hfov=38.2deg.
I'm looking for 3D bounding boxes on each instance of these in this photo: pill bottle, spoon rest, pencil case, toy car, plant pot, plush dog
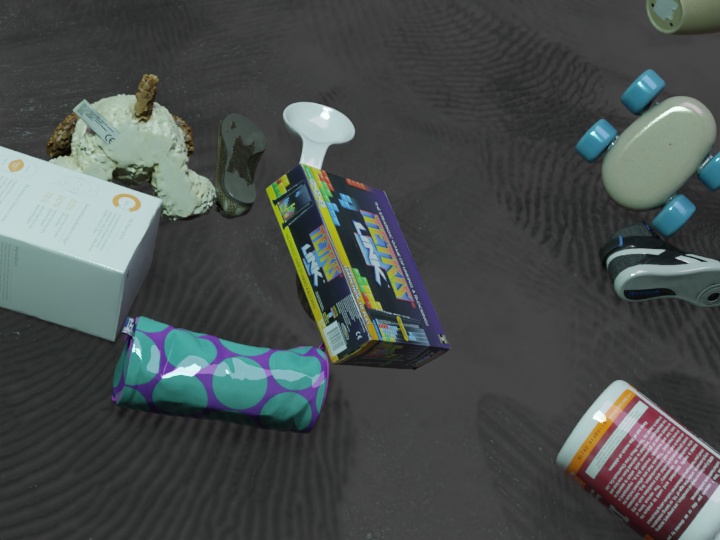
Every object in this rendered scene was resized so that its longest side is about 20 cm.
[{"bbox_3d":[0.302,0.211,1.023,0.199,0.114,0.112,38,43,20],"label":"pill bottle"},{"bbox_3d":[-0.058,-0.160,1.325,0.098,0.061,0.202,15,41,-7],"label":"spoon rest"},{"bbox_3d":[-0.132,0.098,0.984,0.197,0.085,0.094,12,55,-12],"label":"pencil case"},{"bbox_3d":[0.433,-0.166,1.506,0.184,0.177,0.200,45,15,9],"label":"toy car"},{"bbox_3d":[0.642,-0.526,1.968,0.198,0.189,0.188,-25,56,-24],"label":"plant pot"},{"bbox_3d":[-0.266,-0.152,1.180,0.197,0.163,0.172,2,17,-23],"label":"plush dog"}]

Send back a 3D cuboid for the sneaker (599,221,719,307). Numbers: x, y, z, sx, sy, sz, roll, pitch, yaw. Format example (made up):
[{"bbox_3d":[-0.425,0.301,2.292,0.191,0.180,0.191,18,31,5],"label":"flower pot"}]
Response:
[{"bbox_3d":[0.408,-0.017,1.355,0.197,0.074,0.113,4,44,-18],"label":"sneaker"}]

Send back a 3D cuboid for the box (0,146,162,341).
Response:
[{"bbox_3d":[-0.315,-0.031,1.039,0.197,0.098,0.125,18,39,-3],"label":"box"}]

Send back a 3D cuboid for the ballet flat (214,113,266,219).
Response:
[{"bbox_3d":[-0.152,-0.126,1.264,0.067,0.047,0.201,23,34,-21],"label":"ballet flat"}]

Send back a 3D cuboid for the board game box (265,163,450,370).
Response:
[{"bbox_3d":[0.000,0.000,1.079,0.164,0.056,0.202,10,53,-56],"label":"board game box"}]

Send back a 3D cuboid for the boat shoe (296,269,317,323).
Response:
[{"bbox_3d":[-0.035,-0.020,1.169,0.071,0.076,0.202,6,43,-20],"label":"boat shoe"}]
